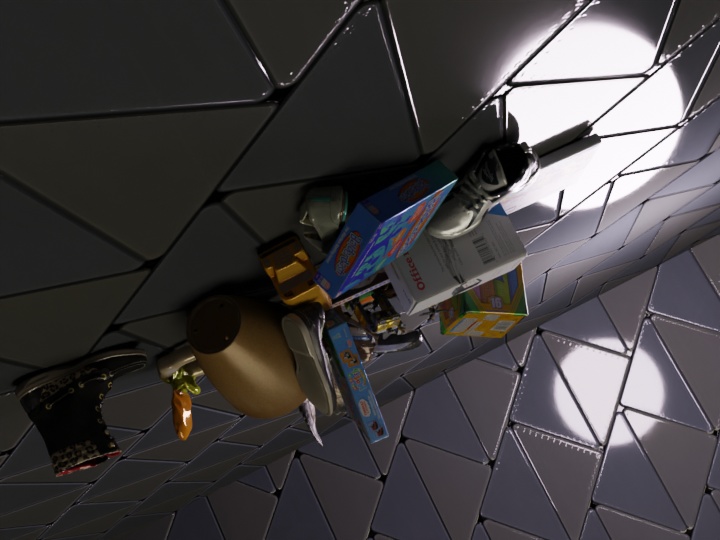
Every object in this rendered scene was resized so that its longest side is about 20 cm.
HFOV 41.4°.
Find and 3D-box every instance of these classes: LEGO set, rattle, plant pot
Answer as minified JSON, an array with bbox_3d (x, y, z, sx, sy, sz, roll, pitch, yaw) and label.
[{"bbox_3d":[0.073,0.039,1.618,0.200,0.116,0.154,-10,140,-28],"label":"LEGO set"},{"bbox_3d":[-0.236,0.176,1.618,0.200,0.143,0.130,-16,144,-16],"label":"rattle"},{"bbox_3d":[-0.180,0.116,1.467,0.186,0.187,0.200,-29,152,9],"label":"plant pot"}]

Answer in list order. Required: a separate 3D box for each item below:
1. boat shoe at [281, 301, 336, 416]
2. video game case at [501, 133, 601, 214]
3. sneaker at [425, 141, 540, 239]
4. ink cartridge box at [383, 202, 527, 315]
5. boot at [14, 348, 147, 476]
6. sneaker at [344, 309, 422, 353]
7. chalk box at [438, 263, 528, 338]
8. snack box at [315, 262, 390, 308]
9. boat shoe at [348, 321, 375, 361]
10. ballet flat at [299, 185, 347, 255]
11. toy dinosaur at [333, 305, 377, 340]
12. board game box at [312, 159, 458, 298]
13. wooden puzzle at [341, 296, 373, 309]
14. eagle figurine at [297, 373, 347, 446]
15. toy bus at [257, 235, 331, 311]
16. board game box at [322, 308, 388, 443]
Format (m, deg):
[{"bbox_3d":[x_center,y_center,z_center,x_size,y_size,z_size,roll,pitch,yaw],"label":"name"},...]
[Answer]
[{"bbox_3d":[-0.061,0.134,1.435,0.063,0.073,0.200,-38,130,-30],"label":"boat shoe"},{"bbox_3d":[0.302,-0.154,1.633,0.200,0.023,0.182,-24,165,-8],"label":"video game case"},{"bbox_3d":[0.176,-0.126,1.402,0.199,0.080,0.130,-28,164,3],"label":"sneaker"},{"bbox_3d":[0.135,-0.038,1.498,0.200,0.145,0.084,-23,167,-14],"label":"ink cartridge box"},{"bbox_3d":[-0.392,0.206,1.412,0.200,0.151,0.073,-16,162,-36],"label":"boot"},{"bbox_3d":[0.022,0.110,1.721,0.200,0.080,0.074,-2,177,36],"label":"sneaker"},{"bbox_3d":[0.213,0.007,1.725,0.124,0.200,0.124,3,155,-16],"label":"chalk box"},{"bbox_3d":[0.000,0.000,1.538,0.200,0.072,0.024,-24,164,-10],"label":"snack box"},{"bbox_3d":[-0.063,0.125,1.701,0.200,0.073,0.072,5,-174,38],"label":"boat shoe"},{"bbox_3d":[-0.050,-0.065,1.287,0.064,0.068,0.200,2,162,-1],"label":"ballet flat"},{"bbox_3d":[-0.055,0.067,1.632,0.106,0.061,0.200,-1,-167,-22],"label":"toy dinosaur"},{"bbox_3d":[0.036,-0.059,1.306,0.200,0.045,0.152,-33,161,-47],"label":"board game box"},{"bbox_3d":[0.039,0.019,1.737,0.200,0.037,0.185,-23,164,-14],"label":"wooden puzzle"},{"bbox_3d":[-0.103,0.184,1.626,0.152,0.200,0.151,-57,163,-8],"label":"eagle figurine"},{"bbox_3d":[-0.094,0.014,1.413,0.065,0.078,0.200,-27,165,-1],"label":"toy bus"},{"bbox_3d":[-0.020,0.162,1.532,0.037,0.200,0.151,-24,-165,-10],"label":"board game box"}]
